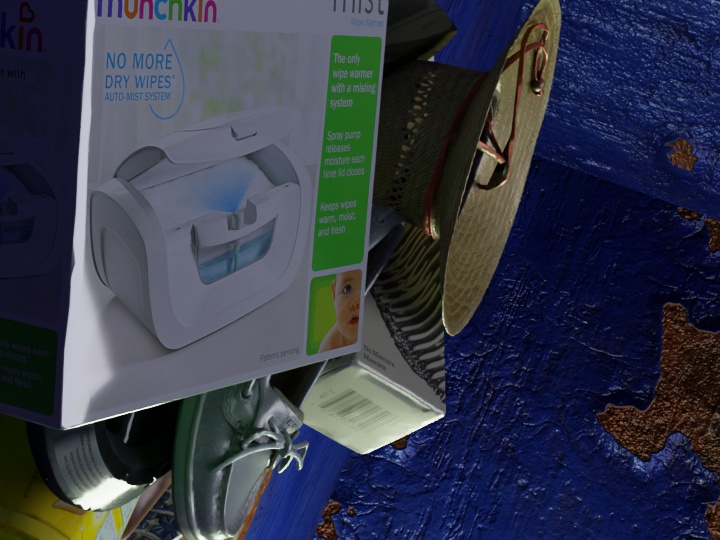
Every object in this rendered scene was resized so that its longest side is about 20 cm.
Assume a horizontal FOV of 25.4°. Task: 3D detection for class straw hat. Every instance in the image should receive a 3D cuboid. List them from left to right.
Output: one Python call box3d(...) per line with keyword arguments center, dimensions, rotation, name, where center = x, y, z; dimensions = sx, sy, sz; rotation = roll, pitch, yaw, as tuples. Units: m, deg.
box3d(center=(0.043, -0.071, 0.908), dimensions=(0.201, 0.085, 0.201), rotation=(18, 90, -77), name="straw hat")

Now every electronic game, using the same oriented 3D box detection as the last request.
box3d(center=(-0.104, 0.022, 0.788), dimensions=(0.200, 0.042, 0.200), rotation=(15, 90, -72), name="electronic game")

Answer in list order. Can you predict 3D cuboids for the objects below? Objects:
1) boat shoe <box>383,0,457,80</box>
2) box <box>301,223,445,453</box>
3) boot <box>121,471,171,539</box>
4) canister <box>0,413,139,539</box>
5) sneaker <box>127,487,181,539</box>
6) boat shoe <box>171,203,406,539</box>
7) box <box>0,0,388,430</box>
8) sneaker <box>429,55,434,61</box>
box3d(center=(-0.022, -0.129, 0.877), dimensions=(0.201, 0.063, 0.073), rotation=(-27, 173, -48), name="boat shoe")
box3d(center=(0.000, 0.000, 0.944), dimensions=(0.068, 0.082, 0.200), rotation=(-29, -135, 34), name="box")
box3d(center=(-0.093, 0.087, 1.000), dimensions=(0.200, 0.069, 0.188), rotation=(-34, -174, 28), name="boot")
box3d(center=(-0.158, 0.091, 0.879), dimensions=(0.149, 0.086, 0.200), rotation=(95, 15, -60), name="canister")
box3d(center=(-0.157, 0.181, 1.208), dimensions=(0.200, 0.077, 0.085), rotation=(-56, 169, -63), name="sneaker")
box3d(center=(-0.040, 0.048, 0.825), dimensions=(0.074, 0.065, 0.202), rotation=(69, 40, -60), name="boat shoe")
box3d(center=(-0.083, -0.047, 0.642), dimensions=(0.200, 0.097, 0.177), rotation=(-9, 108, -58), name="box")
box3d(center=(0.012, -0.098, 1.084), dimensions=(0.082, 0.074, 0.200), rotation=(-63, 169, -49), name="sneaker")
